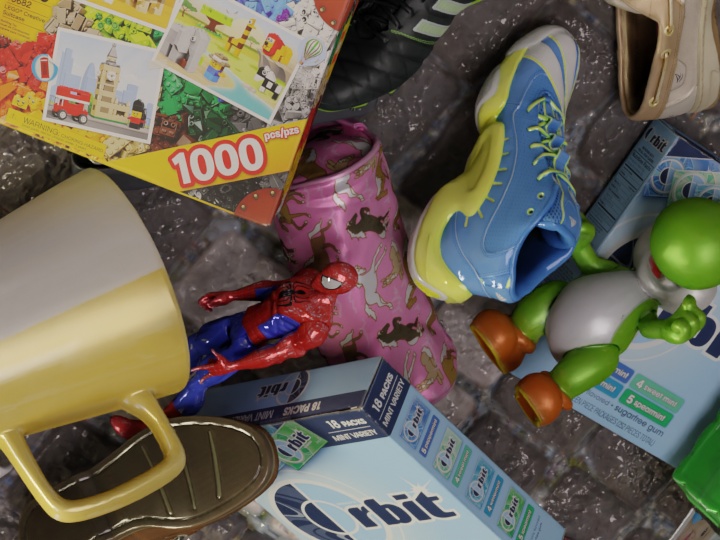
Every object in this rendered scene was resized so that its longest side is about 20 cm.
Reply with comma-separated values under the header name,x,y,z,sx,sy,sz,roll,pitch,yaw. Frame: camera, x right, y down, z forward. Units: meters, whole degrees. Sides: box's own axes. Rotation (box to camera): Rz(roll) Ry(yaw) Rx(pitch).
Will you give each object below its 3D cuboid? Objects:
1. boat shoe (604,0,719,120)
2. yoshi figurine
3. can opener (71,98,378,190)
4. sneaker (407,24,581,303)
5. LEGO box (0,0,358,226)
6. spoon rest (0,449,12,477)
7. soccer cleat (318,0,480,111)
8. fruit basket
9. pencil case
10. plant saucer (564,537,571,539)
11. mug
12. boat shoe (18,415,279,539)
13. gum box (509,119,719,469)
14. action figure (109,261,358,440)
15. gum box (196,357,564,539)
name,x,y,z,sx,sy,sz,roll,pitch,yaw
boat shoe,0.189,-0.186,1.655,0.069,0.074,0.201,-20,120,-16
yoshi figurine,0.175,0.011,1.675,0.199,0.112,0.113,-33,112,-5
can opener,-0.089,-0.097,1.622,0.198,0.054,0.067,-11,149,-15
sneaker,0.115,-0.061,1.641,0.076,0.105,0.201,39,74,-51
LEGO box,-0.116,-0.134,1.519,0.199,0.077,0.150,20,103,2
spoon rest,-0.291,0.076,1.615,0.099,0.061,0.200,-40,121,2
soccer cleat,0.036,-0.176,1.589,0.200,0.067,0.081,-39,146,-19
fruit basket,0.322,0.145,1.836,0.199,0.094,0.186,26,102,-47
pencil case,0.000,0.000,1.670,0.082,0.087,0.201,-10,121,18
plant saucer,0.104,0.286,1.856,0.199,0.051,0.202,-8,117,-16
mug,-0.195,0.043,1.545,0.152,0.187,0.150,-23,132,-21
boat shoe,-0.130,0.143,1.666,0.199,0.073,0.068,-19,166,27
gum box,0.215,0.019,1.775,0.169,0.045,0.201,29,102,-28
action figure,-0.081,0.045,1.628,0.199,0.066,0.052,-29,133,26
gum box,0.010,0.142,1.690,0.200,0.169,0.045,43,54,-30
